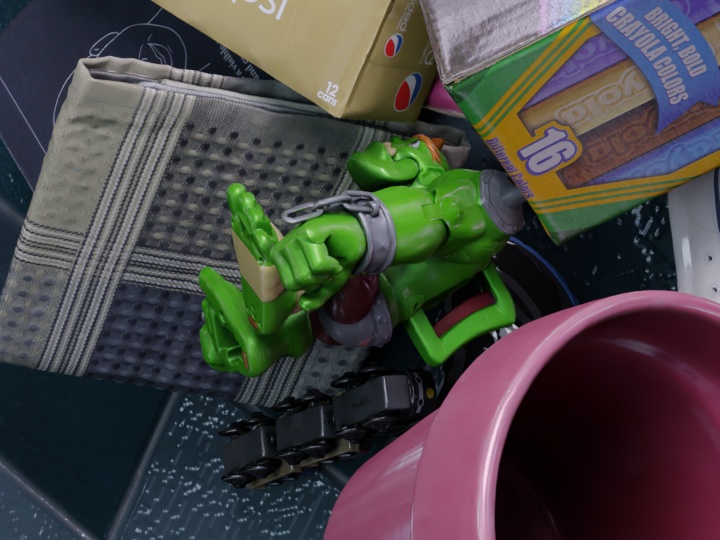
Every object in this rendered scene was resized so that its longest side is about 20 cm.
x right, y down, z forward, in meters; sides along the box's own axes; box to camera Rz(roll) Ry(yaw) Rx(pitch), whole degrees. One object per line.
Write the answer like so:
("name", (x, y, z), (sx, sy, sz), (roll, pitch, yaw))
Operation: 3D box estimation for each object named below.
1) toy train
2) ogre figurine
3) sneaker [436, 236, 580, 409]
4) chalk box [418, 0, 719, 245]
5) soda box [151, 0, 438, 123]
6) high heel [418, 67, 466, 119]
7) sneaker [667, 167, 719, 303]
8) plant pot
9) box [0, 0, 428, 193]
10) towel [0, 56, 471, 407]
("toy train", (-0.017, 0.075, 1.227), (0.200, 0.046, 0.034), (-27, 66, 61))
("ogre figurine", (0.000, 0.000, 1.115), (0.200, 0.119, 0.099), (103, 146, -56))
("sneaker", (0.062, 0.082, 1.191), (0.070, 0.083, 0.201), (3, 92, 34))
("chalk box", (0.129, -0.126, 1.020), (0.199, 0.124, 0.125), (-24, 51, 12))
("soda box", (-0.053, -0.139, 1.134), (0.199, 0.068, 0.064), (33, 108, 27))
("high heel", (0.107, -0.116, 1.129), (0.198, 0.067, 0.097), (-1, 104, 6))
("sneaker", (0.180, 0.037, 1.129), (0.071, 0.073, 0.202), (-8, 89, 58))
("plant pot", (0.081, 0.121, 1.058), (0.179, 0.199, 0.201), (-18, 83, 56))
("box", (-0.070, -0.099, 1.252), (0.200, 0.107, 0.149), (-41, 72, 27))
("towel", (-0.065, -0.015, 1.193), (0.035, 0.191, 0.201), (-98, 26, -43))
